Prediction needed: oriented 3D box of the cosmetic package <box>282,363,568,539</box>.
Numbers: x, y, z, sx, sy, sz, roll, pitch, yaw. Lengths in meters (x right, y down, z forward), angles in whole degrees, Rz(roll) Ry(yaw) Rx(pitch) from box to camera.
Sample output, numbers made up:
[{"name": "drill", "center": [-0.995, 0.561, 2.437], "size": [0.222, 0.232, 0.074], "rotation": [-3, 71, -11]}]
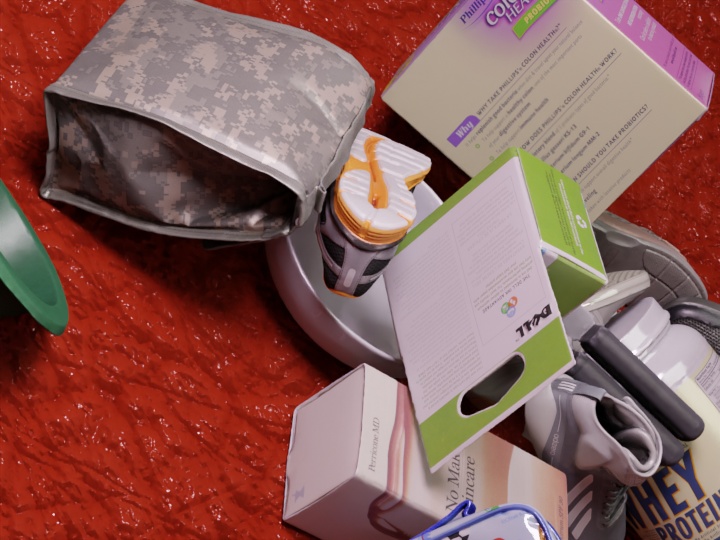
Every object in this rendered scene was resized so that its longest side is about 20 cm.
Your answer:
[{"name": "cosmetic package", "center": [0.050, 0.163, 1.353], "size": [0.200, 0.087, 0.104], "rotation": [29, 45, -28]}]

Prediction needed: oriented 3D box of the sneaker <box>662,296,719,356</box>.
[{"name": "sneaker", "center": [0.338, 0.116, 1.690], "size": [0.200, 0.076, 0.114], "rotation": [52, 31, -10]}]

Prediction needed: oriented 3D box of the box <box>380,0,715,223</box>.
[{"name": "box", "center": [0.153, -0.150, 1.515], "size": [0.200, 0.176, 0.097], "rotation": [40, 27, -5]}]

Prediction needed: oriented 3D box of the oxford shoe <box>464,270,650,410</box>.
[{"name": "oxford shoe", "center": [0.156, 0.055, 1.520], "size": [0.200, 0.075, 0.058], "rotation": [-29, 99, -24]}]

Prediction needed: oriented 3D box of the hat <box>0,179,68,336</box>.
[{"name": "hat", "center": [-0.302, 0.010, 1.170], "size": [0.166, 0.176, 0.200], "rotation": [59, 1, 11]}]

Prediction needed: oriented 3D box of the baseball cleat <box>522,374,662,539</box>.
[{"name": "baseball cleat", "center": [0.186, 0.161, 1.428], "size": [0.070, 0.106, 0.200], "rotation": [-54, 136, -27]}]

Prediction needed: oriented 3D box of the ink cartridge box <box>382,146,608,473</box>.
[{"name": "ink cartridge box", "center": [0.101, 0.037, 1.325], "size": [0.076, 0.148, 0.200], "rotation": [25, 38, -36]}]

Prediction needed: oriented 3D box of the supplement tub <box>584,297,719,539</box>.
[{"name": "supplement tub", "center": [0.255, 0.137, 1.535], "size": [0.200, 0.145, 0.145], "rotation": [50, 38, -3]}]

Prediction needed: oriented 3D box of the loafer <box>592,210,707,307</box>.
[{"name": "loafer", "center": [0.236, -0.023, 1.703], "size": [0.200, 0.072, 0.063], "rotation": [27, 38, -25]}]

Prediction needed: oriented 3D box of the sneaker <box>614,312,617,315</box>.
[{"name": "sneaker", "center": [0.155, 0.005, 1.588], "size": [0.200, 0.080, 0.077], "rotation": [28, 43, -30]}]

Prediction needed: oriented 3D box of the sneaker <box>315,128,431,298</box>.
[{"name": "sneaker", "center": [0.001, -0.049, 1.377], "size": [0.078, 0.077, 0.200], "rotation": [21, 24, -1]}]

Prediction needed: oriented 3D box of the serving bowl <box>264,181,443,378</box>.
[{"name": "serving bowl", "center": [0.000, 0.000, 1.444], "size": [0.200, 0.066, 0.200], "rotation": [27, 45, -30]}]

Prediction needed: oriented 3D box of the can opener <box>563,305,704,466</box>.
[{"name": "can opener", "center": [0.175, 0.072, 1.448], "size": [0.200, 0.067, 0.053], "rotation": [43, 74, -3]}]

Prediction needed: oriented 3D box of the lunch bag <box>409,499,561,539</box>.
[{"name": "lunch bag", "center": [0.062, 0.243, 1.220], "size": [0.076, 0.200, 0.161], "rotation": [51, 16, -67]}]

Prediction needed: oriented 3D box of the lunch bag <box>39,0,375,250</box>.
[{"name": "lunch bag", "center": [-0.101, -0.101, 1.325], "size": [0.200, 0.118, 0.164], "rotation": [17, 40, 9]}]
